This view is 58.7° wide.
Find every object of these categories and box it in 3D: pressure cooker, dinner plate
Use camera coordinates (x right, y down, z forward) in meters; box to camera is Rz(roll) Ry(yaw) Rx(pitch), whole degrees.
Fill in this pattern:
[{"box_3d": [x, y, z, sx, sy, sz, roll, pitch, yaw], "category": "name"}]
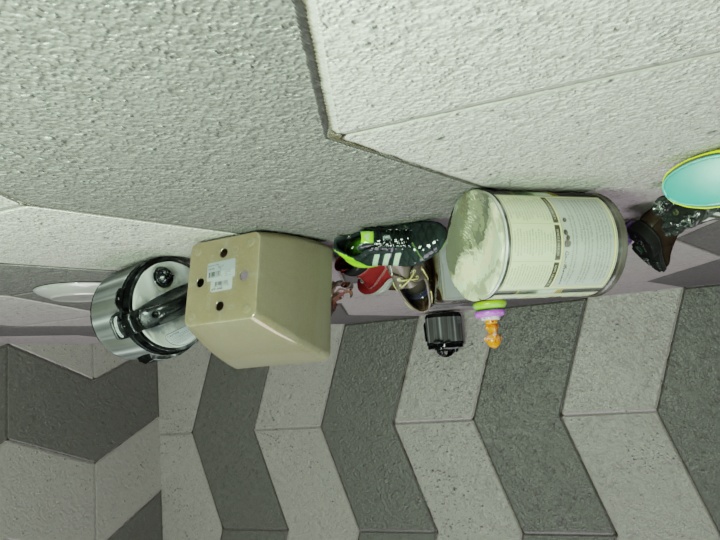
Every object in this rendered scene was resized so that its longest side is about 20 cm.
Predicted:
[{"box_3d": [0.386, 0.296, 2.945, 0.173, 0.203, 0.178, -3, 172, -18], "category": "pressure cooker"}, {"box_3d": [-0.368, 0.068, 1.142, 0.198, 0.178, 0.178, -13, 144, 42], "category": "pressure cooker"}, {"box_3d": [-0.612, 0.051, 1.411, 0.197, 0.025, 0.200, -4, 173, -1], "category": "dinner plate"}]

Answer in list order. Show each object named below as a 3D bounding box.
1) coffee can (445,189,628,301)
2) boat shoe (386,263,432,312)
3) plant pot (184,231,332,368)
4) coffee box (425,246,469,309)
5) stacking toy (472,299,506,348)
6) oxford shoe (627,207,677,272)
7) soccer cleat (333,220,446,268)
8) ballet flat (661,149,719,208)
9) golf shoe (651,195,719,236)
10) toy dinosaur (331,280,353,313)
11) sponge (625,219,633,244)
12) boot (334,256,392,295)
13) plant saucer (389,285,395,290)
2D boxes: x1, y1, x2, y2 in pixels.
[{"box_3d": [0.237, -0.035, 0.875, 0.197, 0.149, 0.146, -1, 171, -22], "category": "coffee can"}, {"box_3d": [0.088, 0.008, 1.156, 0.071, 0.060, 0.201, -21, 144, 7], "category": "boat shoe"}, {"box_3d": [-0.174, 0.040, 1.044, 0.197, 0.203, 0.177, -8, 160, 25], "category": "plant pot"}, {"box_3d": [0.169, 0.012, 1.266, 0.079, 0.115, 0.200, -3, 171, -9], "category": "coffee box"}, {"box_3d": [0.294, 0.075, 1.454, 0.114, 0.203, 0.110, -3, 172, -14], "category": "stacking toy"}, {"box_3d": [0.512, -0.053, 1.089, 0.084, 0.073, 0.200, -46, 152, 5], "category": "oxford shoe"}, {"box_3d": [0.044, -0.042, 1.020, 0.198, 0.069, 0.081, -11, 157, 37], "category": "soccer cleat"}, {"box_3d": [0.453, -0.120, 0.732, 0.067, 0.068, 0.199, -25, -176, -39], "category": "ballet flat"}, {"box_3d": [0.490, -0.107, 0.843, 0.094, 0.079, 0.199, -20, -178, -29], "category": "golf shoe"}, {"box_3d": [-0.111, 0.046, 1.299, 0.134, 0.087, 0.199, 16, 177, -31], "category": "toy dinosaur"}, {"box_3d": [0.449, -0.027, 1.223, 0.112, 0.030, 0.200, -47, 176, -8], "category": "sponge"}, {"box_3d": [0.000, 0.000, 1.255, 0.142, 0.074, 0.200, -1, 162, -24], "category": "boot"}, {"box_3d": [0.154, 0.020, 1.585, 0.197, 0.035, 0.200, -4, 171, -1], "category": "plant saucer"}]
